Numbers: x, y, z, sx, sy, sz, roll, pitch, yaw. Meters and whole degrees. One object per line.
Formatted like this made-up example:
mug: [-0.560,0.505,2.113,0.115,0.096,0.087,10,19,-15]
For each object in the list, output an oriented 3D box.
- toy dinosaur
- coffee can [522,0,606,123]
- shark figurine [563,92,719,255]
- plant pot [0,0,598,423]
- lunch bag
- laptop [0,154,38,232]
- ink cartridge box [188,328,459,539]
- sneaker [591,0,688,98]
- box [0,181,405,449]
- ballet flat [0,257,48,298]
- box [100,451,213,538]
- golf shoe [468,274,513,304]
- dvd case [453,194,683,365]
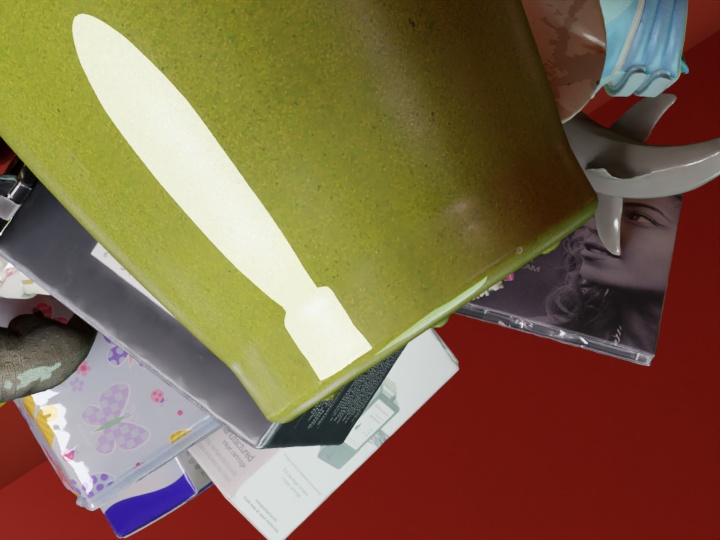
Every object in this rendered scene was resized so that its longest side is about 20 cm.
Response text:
toy dinosaur: [-0.219,0.054,0.888,0.198,0.078,0.102,1,-171,-35]
coffee can: [0.023,-0.102,0.808,0.146,0.147,0.200,-31,176,-34]
shark figurine: [0.195,-0.080,0.958,0.213,0.130,0.089,-9,177,37]
plant pot: [-0.025,-0.064,0.475,0.199,0.194,0.200,-33,177,-2]
lunch bag: [-0.152,0.044,1.019,0.199,0.171,0.127,-31,-179,-19]
laptop: [-0.205,-0.045,0.608,0.187,0.115,0.201,-37,-156,49]
ink cartridge box: [-0.045,0.088,1.126,0.200,0.084,0.145,-43,-137,-7]
sneaker: [0.132,-0.122,0.921,0.129,0.080,0.200,14,139,-24]
box: [-0.054,0.000,0.689,0.108,0.148,0.200,-55,170,0]
ballet flat: [-0.162,-0.026,0.821,0.199,0.064,0.076,-34,178,10]
box: [-0.183,0.102,1.273,0.104,0.201,0.184,-33,177,27]
golf shoe: [0.000,0.000,0.931,0.198,0.093,0.075,-20,-179,-16]
dvd case: [0.151,-0.023,1.040,0.201,0.147,0.016,-67,168,-47]
